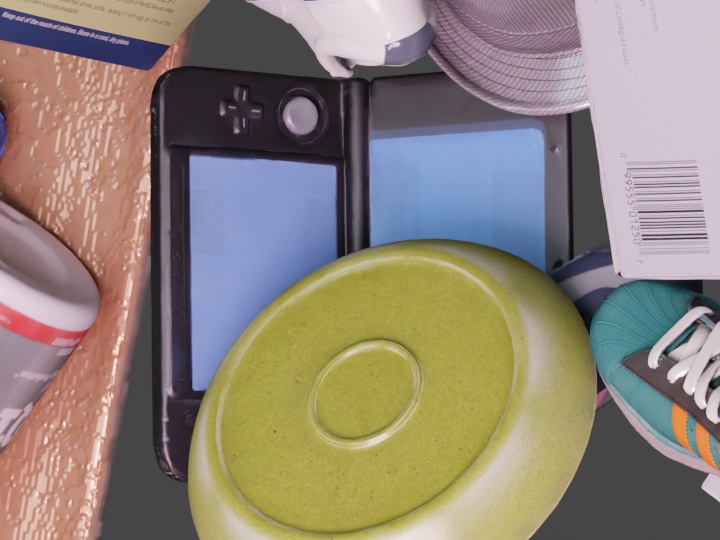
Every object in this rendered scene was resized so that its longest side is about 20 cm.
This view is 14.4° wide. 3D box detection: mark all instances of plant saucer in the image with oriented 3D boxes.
[{"bbox_3d":[0.007,0.062,1.272,0.199,0.031,0.201,-14,51,18],"label":"plant saucer"}]

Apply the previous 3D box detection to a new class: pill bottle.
[{"bbox_3d":[-0.233,0.064,1.479,0.114,0.114,0.200,43,106,24],"label":"pill bottle"}]

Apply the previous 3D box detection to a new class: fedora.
[{"bbox_3d":[0.079,-0.182,1.331,0.176,0.090,0.201,-19,69,19],"label":"fedora"}]

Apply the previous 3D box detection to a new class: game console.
[{"bbox_3d":[0.000,0.000,1.364,0.116,0.175,0.201,-9,80,55],"label":"game console"}]

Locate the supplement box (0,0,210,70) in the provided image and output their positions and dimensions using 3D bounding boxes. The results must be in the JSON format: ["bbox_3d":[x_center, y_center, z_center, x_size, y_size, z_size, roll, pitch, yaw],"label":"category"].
[{"bbox_3d":[-0.129,-0.224,1.398,0.200,0.200,0.134,-47,69,17],"label":"supplement box"}]

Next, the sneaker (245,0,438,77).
[{"bbox_3d":[-0.014,-0.127,1.356,0.073,0.200,0.071,-22,101,-7],"label":"sneaker"}]

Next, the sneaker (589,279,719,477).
[{"bbox_3d":[0.172,0.059,1.184,0.071,0.080,0.200,-42,60,-14],"label":"sneaker"}]

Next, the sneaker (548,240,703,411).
[{"bbox_3d":[0.078,0.058,1.305,0.200,0.082,0.070,-35,106,1],"label":"sneaker"}]

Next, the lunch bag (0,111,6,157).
[{"bbox_3d":[-0.302,-0.069,1.479,0.132,0.200,0.136,41,109,27],"label":"lunch bag"}]

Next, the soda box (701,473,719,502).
[{"bbox_3d":[0.251,0.127,1.244,0.200,0.064,0.068,38,103,26],"label":"soda box"}]

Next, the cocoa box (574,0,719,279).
[{"bbox_3d":[0.177,-0.111,1.228,0.133,0.131,0.201,-1,112,27],"label":"cocoa box"}]
